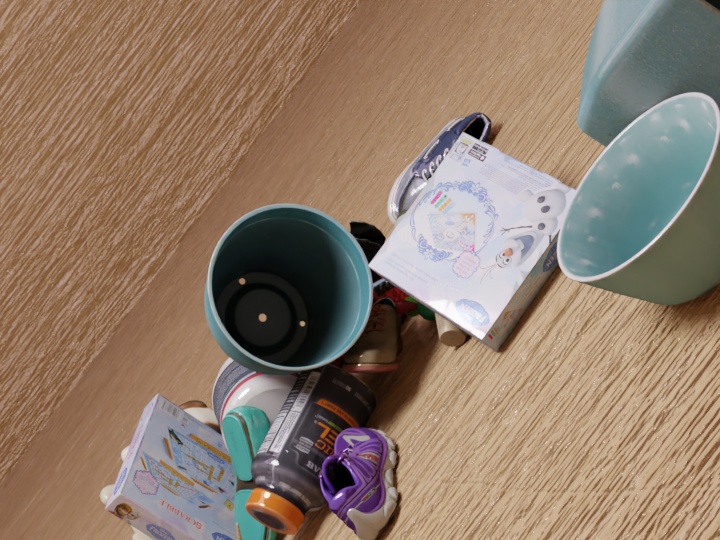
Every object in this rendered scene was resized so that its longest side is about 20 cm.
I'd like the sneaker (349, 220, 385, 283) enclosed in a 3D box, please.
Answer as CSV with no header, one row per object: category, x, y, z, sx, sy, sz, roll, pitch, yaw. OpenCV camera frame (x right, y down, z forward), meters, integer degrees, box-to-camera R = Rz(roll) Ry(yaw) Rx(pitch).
sneaker,0.000,0.003,1.822,0.200,0.104,0.060,126,142,-51

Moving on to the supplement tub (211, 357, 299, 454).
supplement tub,-0.129,0.187,1.811,0.141,0.140,0.200,-53,16,2

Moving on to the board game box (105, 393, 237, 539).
board game box,-0.222,0.289,1.756,0.041,0.200,0.200,-45,17,30

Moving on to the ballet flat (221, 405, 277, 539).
ballet flat,-0.126,0.268,1.682,0.067,0.201,0.070,-4,7,43

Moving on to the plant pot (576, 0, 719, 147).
plant pot,0.319,-0.204,1.297,0.200,0.195,0.197,-50,14,39

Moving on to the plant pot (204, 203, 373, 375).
plant pot,-0.105,0.039,1.631,0.201,0.200,0.188,-59,7,-20

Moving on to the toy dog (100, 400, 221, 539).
toy dog,-0.257,0.290,1.917,0.140,0.193,0.201,52,128,39

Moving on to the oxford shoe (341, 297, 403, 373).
oxford shoe,0.014,0.081,1.646,0.200,0.070,0.075,-63,-28,-79

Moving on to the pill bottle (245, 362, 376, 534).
pill bottle,-0.067,0.222,1.626,0.106,0.106,0.201,-26,32,58

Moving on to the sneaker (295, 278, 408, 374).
sneaker,-0.021,0.063,1.770,0.200,0.080,0.095,-37,37,-20

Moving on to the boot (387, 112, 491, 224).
boot,0.115,-0.151,1.946,0.200,0.073,0.090,-57,11,-13

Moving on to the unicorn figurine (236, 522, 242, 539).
unicorn figurine,-0.178,0.428,1.599,0.137,0.074,0.201,-29,42,36

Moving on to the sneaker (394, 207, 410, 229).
sneaker,0.103,-0.048,1.802,0.200,0.077,0.089,-35,35,62

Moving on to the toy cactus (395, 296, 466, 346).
toy cactus,0.110,0.015,1.612,0.200,0.102,0.166,-32,35,32

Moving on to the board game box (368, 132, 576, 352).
board game box,0.137,-0.037,1.527,0.200,0.043,0.199,34,85,41

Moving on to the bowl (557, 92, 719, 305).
bowl,0.284,-0.049,1.193,0.201,0.105,0.201,-48,19,23

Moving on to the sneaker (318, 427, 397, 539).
sneaker,-0.008,0.224,1.497,0.081,0.083,0.200,-50,15,10
